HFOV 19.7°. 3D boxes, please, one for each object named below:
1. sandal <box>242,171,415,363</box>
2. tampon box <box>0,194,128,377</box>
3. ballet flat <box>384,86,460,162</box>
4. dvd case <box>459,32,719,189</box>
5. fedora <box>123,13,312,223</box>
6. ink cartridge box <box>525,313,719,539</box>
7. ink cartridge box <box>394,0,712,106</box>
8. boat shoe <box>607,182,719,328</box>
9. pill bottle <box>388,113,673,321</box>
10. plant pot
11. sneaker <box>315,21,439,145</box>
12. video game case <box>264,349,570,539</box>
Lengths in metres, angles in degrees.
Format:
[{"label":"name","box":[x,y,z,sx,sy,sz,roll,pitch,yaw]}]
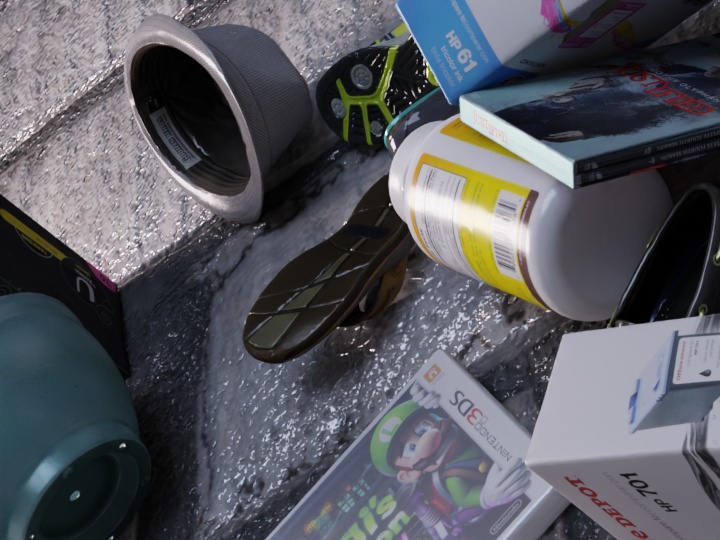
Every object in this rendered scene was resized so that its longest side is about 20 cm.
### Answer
[{"label":"sandal","box":[0.000,0.000,1.469,0.082,0.055,0.200,10,49,47]},{"label":"tampon box","box":[-0.312,0.064,1.675,0.200,0.150,0.126,-38,35,16]},{"label":"ballet flat","box":[0.107,-0.131,1.463,0.200,0.073,0.073,-43,31,-11]},{"label":"dvd case","box":[0.180,-0.102,1.272,0.200,0.022,0.146,-14,25,-20]},{"label":"fedora","box":[-0.103,-0.134,1.657,0.090,0.177,0.200,-30,24,-27]},{"label":"ink cartridge box","box":[0.207,0.090,1.035,0.200,0.146,0.086,-12,49,44]},{"label":"ink cartridge box","box":[0.146,-0.189,1.324,0.200,0.144,0.085,-37,72,28]},{"label":"boat shoe","box":[0.170,0.043,1.207,0.072,0.061,0.201,7,62,53]},{"label":"pill bottle","box":[0.102,-0.041,1.330,0.109,0.109,0.200,-54,33,-7]},{"label":"plant pot","box":[-0.237,0.136,1.501,0.134,0.200,0.200,36,85,30]},{"label":"sneaker","box":[0.049,-0.156,1.565,0.200,0.075,0.076,-26,5,39]},{"label":"video game case","box":[0.025,0.162,1.292,0.200,0.023,0.182,-48,32,2]}]
